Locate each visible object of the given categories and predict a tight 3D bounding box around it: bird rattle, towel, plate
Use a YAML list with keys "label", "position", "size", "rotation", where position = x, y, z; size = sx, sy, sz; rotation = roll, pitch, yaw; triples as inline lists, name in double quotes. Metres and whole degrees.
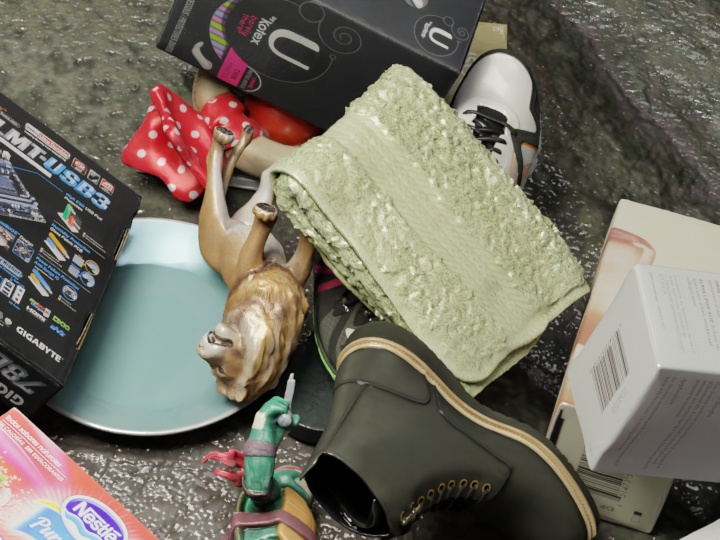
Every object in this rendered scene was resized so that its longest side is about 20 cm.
- label: "bird rattle"
  position: [-0.078, -0.126, 1.507]
  size: [0.162, 0.113, 0.201]
  rotation: [19, 42, -12]
- label: "towel"
  position: [0.048, -0.026, 1.317]
  size: [0.200, 0.036, 0.148]
  rotation: [49, 60, -2]
- label: "plate"
  position: [-0.145, 0.042, 1.392]
  size: [0.198, 0.026, 0.201]
  rotation: [4, 45, -4]

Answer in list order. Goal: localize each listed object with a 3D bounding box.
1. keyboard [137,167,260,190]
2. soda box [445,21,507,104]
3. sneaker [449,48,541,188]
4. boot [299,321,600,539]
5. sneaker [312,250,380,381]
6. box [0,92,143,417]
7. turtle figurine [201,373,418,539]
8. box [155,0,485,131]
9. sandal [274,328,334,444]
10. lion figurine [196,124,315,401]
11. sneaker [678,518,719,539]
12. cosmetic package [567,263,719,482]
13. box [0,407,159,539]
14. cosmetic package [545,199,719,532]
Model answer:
- label: "keyboard"
  position: [-0.067, -0.079, 1.533]
  size: [0.198, 0.011, 0.056]
  rotation: [9, 40, 2]
- label: "soda box"
  position: [0.074, -0.104, 1.535]
  size: [0.067, 0.064, 0.201]
  rotation: [6, 46, -1]
- label: "sneaker"
  position: [0.084, -0.071, 1.409]
  size: [0.073, 0.080, 0.201]
  rotation: [14, 66, 4]
- label: "boot"
  position: [0.050, 0.141, 1.240]
  size: [0.199, 0.078, 0.139]
  rotation: [37, 36, -8]
- label: "sneaker"
  position: [0.000, 0.000, 1.351]
  size: [0.076, 0.084, 0.201]
  rotation: [-12, 59, -9]
- label: "box"
  position: [-0.254, -0.034, 1.325]
  size: [0.200, 0.050, 0.199]
  rotation: [37, 36, -18]
- label: "turtle figurine"
  position: [-0.035, 0.164, 1.240]
  size: [0.150, 0.100, 0.201]
  rotation: [43, 26, -24]
- label: "box"
  position: [-0.025, -0.183, 1.439]
  size: [0.199, 0.122, 0.107]
  rotation: [25, 53, -7]
- label: "sandal"
  position: [0.000, 0.034, 1.401]
  size: [0.075, 0.048, 0.201]
  rotation: [15, 46, 8]
- label: "lion figurine"
  position: [-0.076, -0.007, 1.377]
  size: [0.072, 0.123, 0.200]
  rotation: [12, 27, -17]
- label: "sneaker"
  position: [0.266, 0.216, 1.243]
  size: [0.199, 0.081, 0.147]
  rotation: [-21, 58, -28]
- label: "cosmetic package"
  position: [0.241, 0.069, 1.226]
  size: [0.198, 0.113, 0.082]
  rotation: [7, 50, -18]
- label: "box"
  position: [-0.176, 0.191, 1.191]
  size: [0.200, 0.103, 0.094]
  rotation: [37, 52, 28]
- label: "cosmetic package"
  position: [0.184, 0.061, 1.362]
  size: [0.087, 0.104, 0.201]
  rotation: [17, 45, 7]
